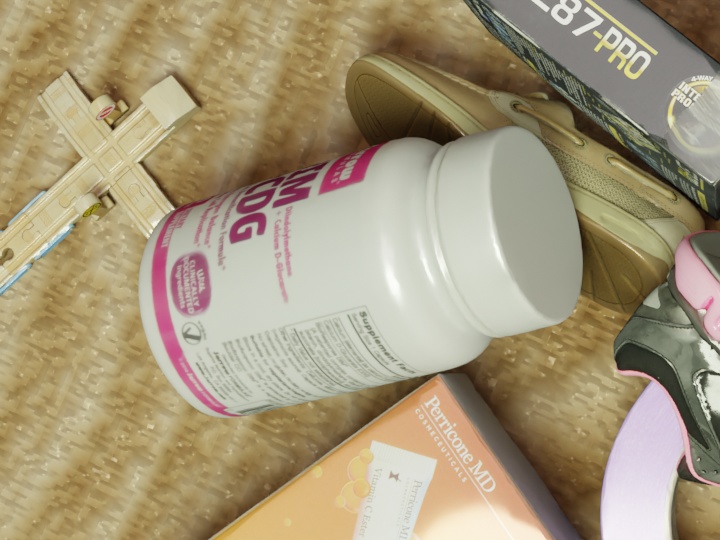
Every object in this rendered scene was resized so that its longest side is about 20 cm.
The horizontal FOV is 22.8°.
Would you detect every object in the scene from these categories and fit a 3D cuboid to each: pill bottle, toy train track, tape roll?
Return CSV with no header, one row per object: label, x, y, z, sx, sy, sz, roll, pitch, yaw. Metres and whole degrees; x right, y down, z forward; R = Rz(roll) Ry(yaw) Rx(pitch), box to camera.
pill bottle,0.000,0.000,0.875,0.199,0.113,0.114,-15,84,30
toy train track,-0.172,-0.033,0.982,0.200,0.033,0.115,-42,80,8
tape roll,0.219,0.121,0.876,0.199,0.066,0.201,-1,86,12

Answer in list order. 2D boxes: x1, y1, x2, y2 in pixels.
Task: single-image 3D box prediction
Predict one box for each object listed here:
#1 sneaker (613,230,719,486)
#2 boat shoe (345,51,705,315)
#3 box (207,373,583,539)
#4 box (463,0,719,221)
sneaker,0.195,0.080,0.824,0.200,0.079,0.095,50,119,11
boat shoe,0.082,-0.055,0.920,0.200,0.071,0.065,36,58,10
box,0.003,0.159,0.902,0.200,0.097,0.125,-37,80,7
box,0.119,-0.095,0.839,0.161,0.200,0.049,43,96,11
